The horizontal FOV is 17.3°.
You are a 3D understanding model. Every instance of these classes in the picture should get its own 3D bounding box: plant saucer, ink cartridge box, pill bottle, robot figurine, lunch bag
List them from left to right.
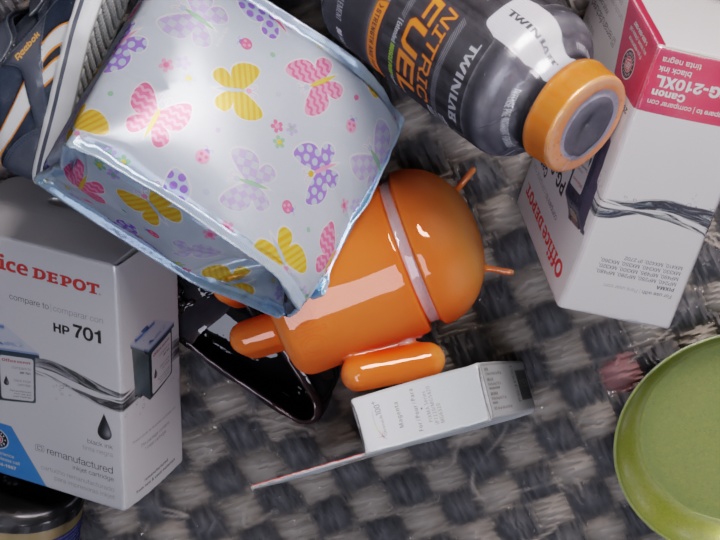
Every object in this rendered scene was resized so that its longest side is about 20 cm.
[{"bbox_3d":[-0.273,0.235,1.790,0.112,0.112,0.200,10,119,-2],"label":"pill bottle"},{"bbox_3d":[-0.209,0.051,1.679,0.146,0.086,0.200,14,122,23],"label":"ink cartridge box"},{"bbox_3d":[-0.088,-0.081,1.566,0.200,0.170,0.127,31,159,-10],"label":"lunch bag"},{"bbox_3d":[0.001,0.002,1.639,0.200,0.144,0.117,-21,133,4],"label":"robot figurine"},{"bbox_3d":[0.023,0.106,1.659,0.173,0.200,0.044,-16,85,12],"label":"ink cartridge box"},{"bbox_3d":[0.076,-0.144,1.511,0.200,0.106,0.106,39,123,31],"label":"pill bottle"},{"bbox_3d":[0.183,-0.085,1.565,0.084,0.145,0.200,10,119,-15],"label":"ink cartridge box"},{"bbox_3d":[0.286,0.124,1.742,0.199,0.031,0.200,2,119,3],"label":"plant saucer"}]

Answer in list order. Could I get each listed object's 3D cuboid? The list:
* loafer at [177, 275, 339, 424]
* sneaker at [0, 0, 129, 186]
[{"bbox_3d":[-0.096,0.037,1.700,0.200,0.063,0.072,38,114,-16],"label":"loafer"},{"bbox_3d":[-0.210,-0.155,1.595,0.079,0.078,0.200,24,110,7],"label":"sneaker"}]
